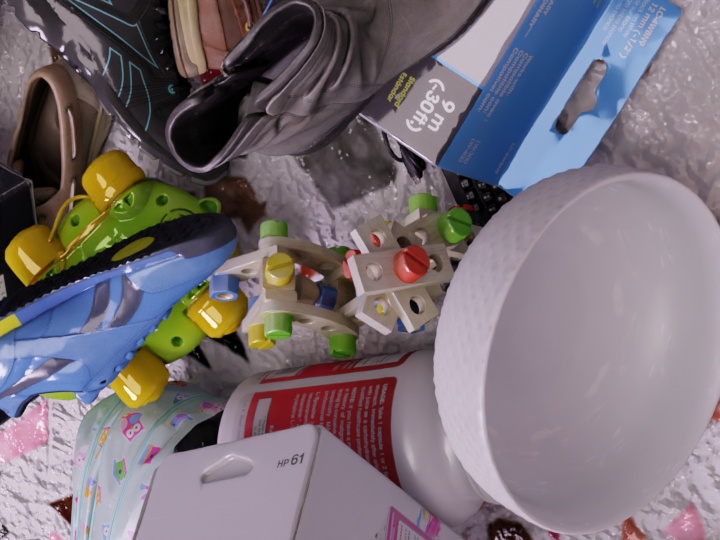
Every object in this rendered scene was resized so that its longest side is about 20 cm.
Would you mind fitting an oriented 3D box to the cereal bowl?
[{"bbox_3d":[0.115,0.038,0.690,0.083,0.198,0.203,19,119,52],"label":"cereal bowl"}]

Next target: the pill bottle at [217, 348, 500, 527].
[{"bbox_3d":[0.015,0.112,0.801,0.198,0.112,0.114,-10,103,30],"label":"pill bottle"}]

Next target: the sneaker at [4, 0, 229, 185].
[{"bbox_3d":[-0.149,-0.143,0.820,0.079,0.075,0.200,-41,102,4],"label":"sneaker"}]

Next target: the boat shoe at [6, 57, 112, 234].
[{"bbox_3d":[-0.233,-0.061,0.899,0.071,0.064,0.202,25,118,18],"label":"boat shoe"}]

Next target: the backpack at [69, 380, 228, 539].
[{"bbox_3d":[-0.134,0.182,0.886,0.125,0.166,0.203,12,107,29],"label":"backpack"}]

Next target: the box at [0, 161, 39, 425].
[{"bbox_3d":[-0.337,-0.001,0.903,0.195,0.124,0.202,29,136,26],"label":"box"}]

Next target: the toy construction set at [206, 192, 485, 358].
[{"bbox_3d":[0.000,0.000,0.738,0.199,0.130,0.094,-12,70,60],"label":"toy construction set"}]

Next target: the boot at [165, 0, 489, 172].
[{"bbox_3d":[-0.004,-0.122,0.616,0.068,0.131,0.200,46,109,5],"label":"boot"}]

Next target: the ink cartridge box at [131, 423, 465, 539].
[{"bbox_3d":[-0.022,0.186,0.745,0.143,0.085,0.200,-18,131,38],"label":"ink cartridge box"}]

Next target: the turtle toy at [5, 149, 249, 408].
[{"bbox_3d":[-0.167,0.017,0.859,0.200,0.101,0.146,-40,90,12],"label":"turtle toy"}]

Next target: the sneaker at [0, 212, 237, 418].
[{"bbox_3d":[-0.155,0.030,0.779,0.198,0.066,0.079,-25,105,11],"label":"sneaker"}]

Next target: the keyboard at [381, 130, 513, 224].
[{"bbox_3d":[0.052,-0.096,0.751,0.103,0.040,0.202,-21,96,31],"label":"keyboard"}]

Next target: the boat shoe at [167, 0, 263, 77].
[{"bbox_3d":[-0.091,-0.224,0.772,0.067,0.072,0.203,-5,99,-5],"label":"boat shoe"}]

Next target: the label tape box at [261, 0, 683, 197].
[{"bbox_3d":[0.058,-0.139,0.696,0.199,0.066,0.144,35,106,12],"label":"label tape box"}]
